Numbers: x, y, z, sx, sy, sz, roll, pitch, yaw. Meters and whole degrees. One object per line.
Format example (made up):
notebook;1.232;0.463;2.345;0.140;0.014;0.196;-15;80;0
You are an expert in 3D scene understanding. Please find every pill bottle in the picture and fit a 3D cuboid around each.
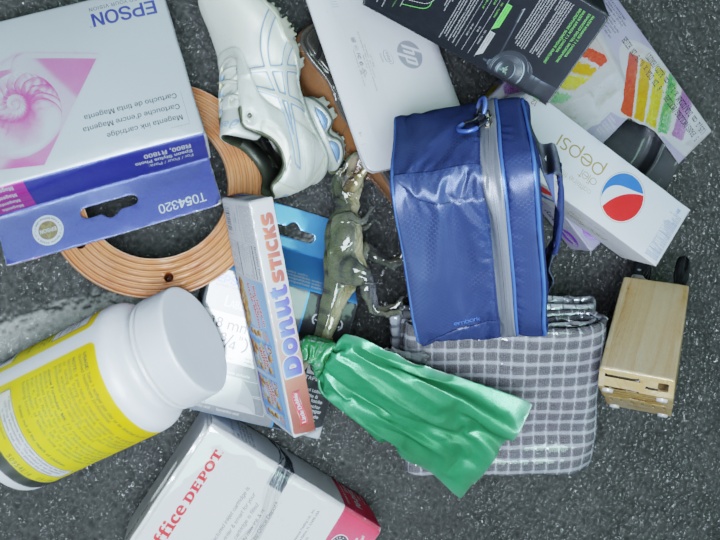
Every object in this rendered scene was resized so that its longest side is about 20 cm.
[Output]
pill bottle;-0.221;0.098;0.688;0.198;0.114;0.116;-25;101;14

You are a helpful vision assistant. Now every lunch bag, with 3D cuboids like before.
lunch bag;0.100;-0.046;0.665;0.130;0.137;0.202;-5;127;9

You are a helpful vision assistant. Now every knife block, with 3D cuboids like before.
knife block;0.278;0.043;0.776;0.063;0.200;0.179;7;77;23

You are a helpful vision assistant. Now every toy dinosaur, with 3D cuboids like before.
toy dinosaur;0.000;0.000;0.737;0.087;0.047;0.204;12;84;-5

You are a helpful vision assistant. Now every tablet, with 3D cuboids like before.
tablet;0.026;-0.193;0.744;0.129;0.014;0.203;-15;83;-32

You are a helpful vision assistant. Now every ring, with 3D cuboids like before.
ring;-0.183;-0.073;0.726;0.196;0.019;0.204;2;77;-7

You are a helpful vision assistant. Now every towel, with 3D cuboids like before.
towel;0.126;0.110;0.767;0.196;0.086;0.168;-2;115;3

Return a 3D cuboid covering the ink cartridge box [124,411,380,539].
ink cartridge box;-0.104;0.244;0.775;0.199;0.084;0.146;35;88;-14

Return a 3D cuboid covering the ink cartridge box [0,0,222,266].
ink cartridge box;-0.238;-0.129;0.699;0.193;0.043;0.203;-17;81;-10

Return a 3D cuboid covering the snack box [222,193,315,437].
snack box;-0.079;0.037;0.691;0.024;0.072;0.204;-15;104;-26

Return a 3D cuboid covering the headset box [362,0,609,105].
headset box;0.113;-0.259;0.714;0.197;0.176;0.093;23;128;-14

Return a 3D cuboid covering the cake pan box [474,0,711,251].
cake pan box;0.234;-0.148;0.823;0.184;0.052;0.201;-42;103;-3

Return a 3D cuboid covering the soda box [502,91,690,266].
soda box;0.207;-0.086;0.765;0.198;0.068;0.064;33;90;-14

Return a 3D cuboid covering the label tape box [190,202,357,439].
label tape box;-0.083;0.041;0.768;0.142;0.063;0.203;15;93;-14

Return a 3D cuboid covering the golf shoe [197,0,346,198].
golf shoe;-0.093;-0.157;0.699;0.097;0.078;0.202;-41;106;-35

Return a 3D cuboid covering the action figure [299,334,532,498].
action figure;0.034;0.108;0.704;0.198;0.055;0.119;28;111;-8

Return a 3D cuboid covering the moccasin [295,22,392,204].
moccasin;-0.003;-0.133;0.764;0.202;0.078;0.074;47;60;-9
